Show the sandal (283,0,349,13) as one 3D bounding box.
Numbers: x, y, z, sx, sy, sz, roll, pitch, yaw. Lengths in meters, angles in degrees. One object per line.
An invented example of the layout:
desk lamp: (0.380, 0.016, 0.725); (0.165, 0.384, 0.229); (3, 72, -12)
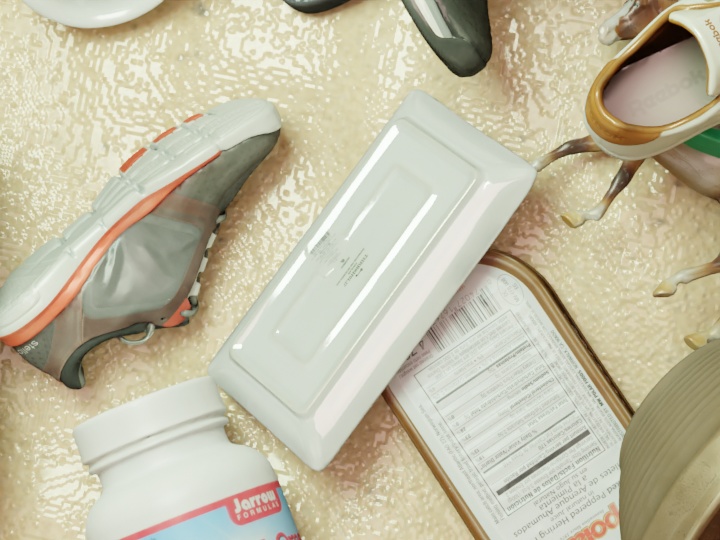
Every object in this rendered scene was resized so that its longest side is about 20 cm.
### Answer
sandal: (0.043, -0.197, 1.254); (0.200, 0.043, 0.076); (-13, 78, 16)

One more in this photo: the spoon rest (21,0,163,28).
spoon rest: (-0.097, -0.198, 1.252); (0.200, 0.099, 0.061); (-33, 118, 14)

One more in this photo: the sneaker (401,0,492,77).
sneaker: (0.058, -0.209, 1.189); (0.115, 0.075, 0.200); (-24, 74, 11)

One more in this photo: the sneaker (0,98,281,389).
sneaker: (-0.111, -0.013, 1.256); (0.200, 0.077, 0.082); (-41, 109, 4)

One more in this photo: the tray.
tray: (0.000, 0.000, 1.228); (0.107, 0.022, 0.200); (38, 92, 39)

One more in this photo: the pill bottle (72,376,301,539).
pill bottle: (-0.081, 0.164, 1.210); (0.109, 0.109, 0.200); (-22, 85, 6)

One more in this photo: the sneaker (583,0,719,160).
sneaker: (0.202, -0.116, 1.121); (0.200, 0.085, 0.073); (-33, 82, 6)

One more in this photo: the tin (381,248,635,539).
tin: (0.082, 0.079, 1.230); (0.112, 0.042, 0.200); (-35, 83, 9)

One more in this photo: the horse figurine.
horse figurine: (0.180, -0.046, 1.212); (0.200, 0.050, 0.133); (43, 79, 14)

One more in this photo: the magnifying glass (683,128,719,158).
magnifying glass: (0.229, -0.063, 1.189); (0.200, 0.022, 0.080); (40, 62, 6)

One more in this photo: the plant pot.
plant pot: (0.197, 0.099, 1.151); (0.201, 0.201, 0.093); (-48, 56, 3)
